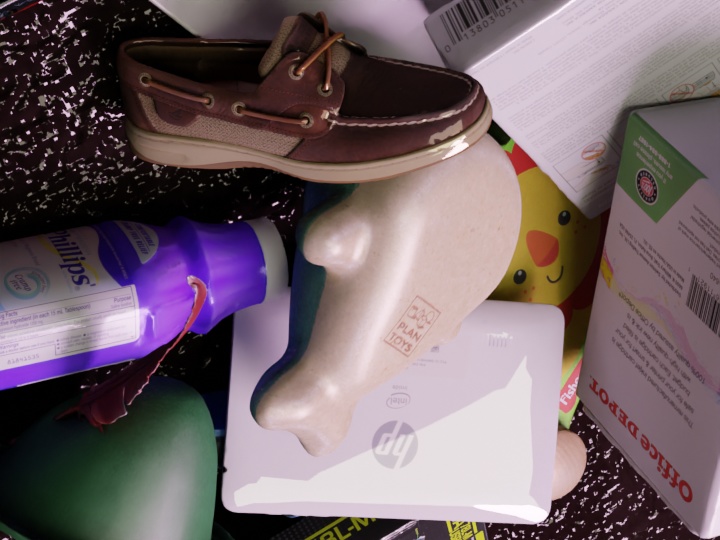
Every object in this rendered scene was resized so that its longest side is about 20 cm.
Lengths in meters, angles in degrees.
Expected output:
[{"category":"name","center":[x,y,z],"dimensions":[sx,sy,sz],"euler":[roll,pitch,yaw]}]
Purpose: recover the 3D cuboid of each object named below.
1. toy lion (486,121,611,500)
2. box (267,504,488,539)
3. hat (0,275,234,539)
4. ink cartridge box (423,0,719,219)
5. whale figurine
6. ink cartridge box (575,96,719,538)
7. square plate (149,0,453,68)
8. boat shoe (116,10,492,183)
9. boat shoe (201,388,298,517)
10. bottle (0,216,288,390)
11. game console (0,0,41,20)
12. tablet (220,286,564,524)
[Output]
[{"category":"toy lion","center":[0.098,0.014,1.247],"dimensions":[0.191,0.069,0.201],"euler":[35,86,-35]},{"category":"box","center":[-0.009,0.203,1.295],"dimensions":[0.192,0.048,0.200],"euler":[-33,154,-8]},{"category":"hat","center":[-0.112,0.061,1.107],"dimensions":[0.165,0.199,0.177],"euler":[10,104,-44]},{"category":"ink cartridge box","center":[0.147,-0.123,1.137],"dimensions":[0.162,0.057,0.200],"euler":[-33,151,13]},{"category":"whale figurine","center":[0.000,0.000,1.129],"dimensions":[0.201,0.103,0.159],"euler":[-58,144,0]},{"category":"ink cartridge box","center":[0.204,0.026,1.158],"dimensions":[0.083,0.145,0.201],"euler":[-11,127,-24]},{"category":"square plate","center":[0.004,-0.171,1.077],"dimensions":[0.199,0.029,0.198],"euler":[-35,135,19]},{"category":"boat shoe","center":[-0.032,-0.095,1.058],"dimensions":[0.198,0.072,0.072],"euler":[4,130,16]},{"category":"boat shoe","center":[-0.031,0.114,1.240],"dimensions":[0.198,0.084,0.069],"euler":[3,108,-28]},{"category":"bottle","center":[-0.138,0.012,1.112],"dimensions":[0.198,0.084,0.066],"euler":[-12,125,-21]},{"category":"game console","center":[-0.138,-0.238,0.926],"dimensions":[0.199,0.173,0.119],"euler":[-27,157,-10]},{"category":"tablet","center":[0.020,0.079,1.190],"dimensions":[0.198,0.014,0.132],"euler":[4,92,-13]}]
